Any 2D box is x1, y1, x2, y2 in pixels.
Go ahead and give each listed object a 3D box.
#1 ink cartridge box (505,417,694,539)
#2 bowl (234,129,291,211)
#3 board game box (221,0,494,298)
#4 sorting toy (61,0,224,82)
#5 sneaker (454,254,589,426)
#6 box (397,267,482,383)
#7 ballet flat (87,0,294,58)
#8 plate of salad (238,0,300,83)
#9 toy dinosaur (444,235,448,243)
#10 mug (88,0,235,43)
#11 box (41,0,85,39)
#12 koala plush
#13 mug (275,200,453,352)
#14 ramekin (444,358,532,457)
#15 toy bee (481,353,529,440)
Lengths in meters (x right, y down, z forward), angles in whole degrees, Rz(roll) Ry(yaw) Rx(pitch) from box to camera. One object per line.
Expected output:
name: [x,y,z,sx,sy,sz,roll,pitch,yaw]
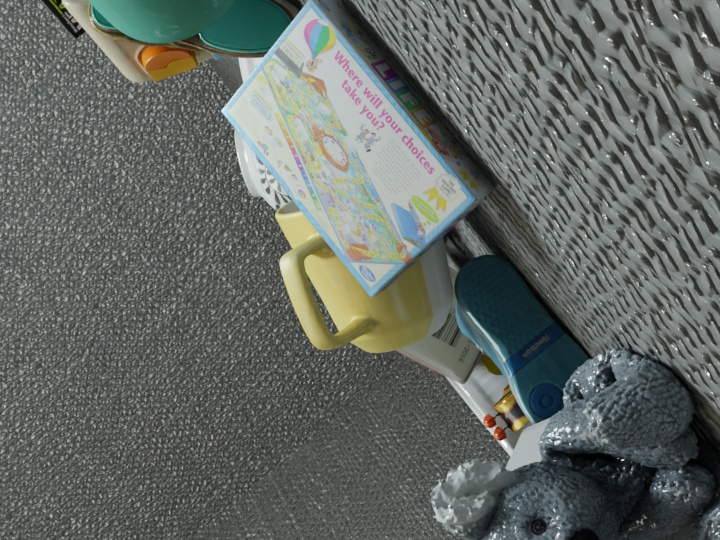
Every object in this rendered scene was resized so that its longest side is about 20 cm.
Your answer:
ink cartridge box: [0.208,0.242,0.923,0.199,0.147,0.086,34,155,-5]
bowl: [-0.092,-0.141,1.267,0.201,0.093,0.203,-12,-90,-84]
board game box: [-0.006,-0.097,0.850,0.201,0.134,0.034,51,-145,5]
sorting toy: [-0.184,-0.257,1.119,0.185,0.198,0.037,58,-162,-73]
sneaker: [0.160,0.080,1.039,0.201,0.079,0.131,60,177,8]
box: [0.075,0.045,1.263,0.127,0.110,0.200,27,180,-7]
ballet flat: [-0.160,-0.237,1.031,0.072,0.198,0.069,-179,91,-86]
plate of salad: [-0.073,-0.177,1.091,0.200,0.048,0.201,38,144,33]
toy dinosaur: [0.034,-0.074,1.163,0.135,0.103,0.200,29,159,15]
mug: [-0.163,-0.289,0.931,0.151,0.186,0.114,20,164,31]
box: [-0.274,-0.363,1.062,0.048,0.193,0.200,50,179,40]
koala plush: [0.167,0.176,0.812,0.178,0.200,0.184,51,178,-13]
mug: [0.001,-0.003,0.990,0.149,0.185,0.155,7,120,65]
ramekin: [0.194,0.162,1.374,0.201,0.097,0.200,51,179,2]
toy bee: [0.177,0.135,1.176,0.131,0.108,0.200,52,178,25]
